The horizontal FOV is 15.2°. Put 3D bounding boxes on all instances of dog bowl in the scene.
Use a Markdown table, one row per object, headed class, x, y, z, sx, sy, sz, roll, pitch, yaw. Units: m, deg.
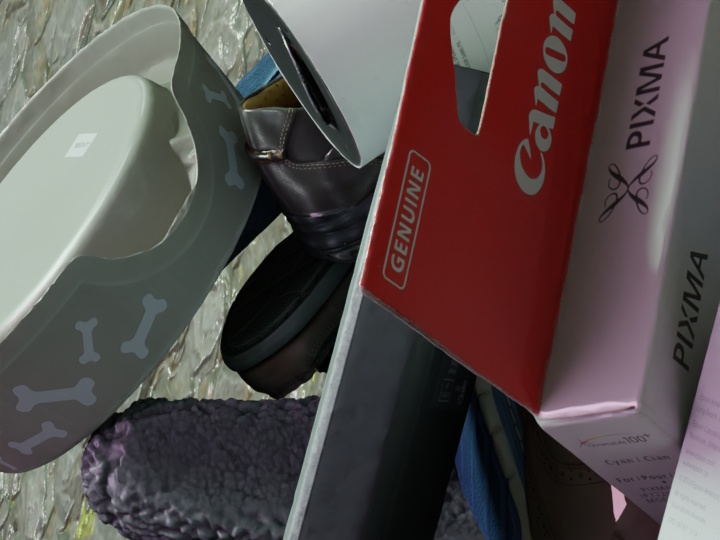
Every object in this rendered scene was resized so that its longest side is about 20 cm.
| class | x | y | z | sx | sy | sz | roll | pitch | yaw |
| --- | --- | --- | --- | --- | --- | --- | --- | --- | --- |
| dog bowl | -0.114 | -0.008 | 1.068 | 0.200 | 0.059 | 0.201 | -42 | 25 | 24 |

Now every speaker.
| class | x | y | z | sx | sy | sz | roll | pitch | yaw |
| --- | --- | --- | --- | --- | --- | --- | --- | --- | --- |
| speaker | 0.057 | -0.122 | 0.955 | 0.200 | 0.081 | 0.081 | -35 | 26 | -7 |

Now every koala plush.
| class | x | y | z | sx | sy | sz | roll | pitch | yaw |
| --- | --- | --- | --- | --- | --- | --- | --- | --- | --- |
| koala plush | -0.013 | 0.147 | 1.088 | 0.200 | 0.183 | 0.178 | 106 | 155 | -71 |

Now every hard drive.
| class | x | y | z | sx | sy | sz | roll | pitch | yaw |
| --- | --- | --- | --- | --- | --- | --- | --- | --- | --- |
| hard drive | 0.014 | 0.038 | 0.885 | 0.140 | 0.033 | 0.201 | 21 | -97 | -80 |

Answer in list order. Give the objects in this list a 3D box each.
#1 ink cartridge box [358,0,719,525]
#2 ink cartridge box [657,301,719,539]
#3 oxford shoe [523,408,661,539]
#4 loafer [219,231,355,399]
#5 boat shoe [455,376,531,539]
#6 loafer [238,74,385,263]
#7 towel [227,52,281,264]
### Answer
| class | x | y | z | sx | sy | sz | roll | pitch | yaw |
| --- | --- | --- | --- | --- | --- | --- | --- | --- | --- |
| ink cartridge box | 0.086 | -0.042 | 0.836 | 0.045 | 0.176 | 0.201 | -10 | 56 | 38 |
| ink cartridge box | 0.144 | 0.059 | 0.800 | 0.039 | 0.099 | 0.201 | 29 | 105 | 60 |
| oxford shoe | 0.078 | 0.046 | 0.895 | 0.071 | 0.073 | 0.201 | -14 | 59 | 18 |
| loafer | 0.000 | 0.000 | 1.114 | 0.072 | 0.063 | 0.200 | -31 | 17 | 27 |
| boat shoe | 0.065 | 0.023 | 1.011 | 0.201 | 0.072 | 0.073 | -102 | 10 | -45 |
| loafer | 0.040 | -0.092 | 1.030 | 0.200 | 0.072 | 0.073 | -44 | 33 | -12 |
| towel | -0.012 | -0.088 | 1.163 | 0.200 | 0.049 | 0.112 | -44 | 10 | 16 |
